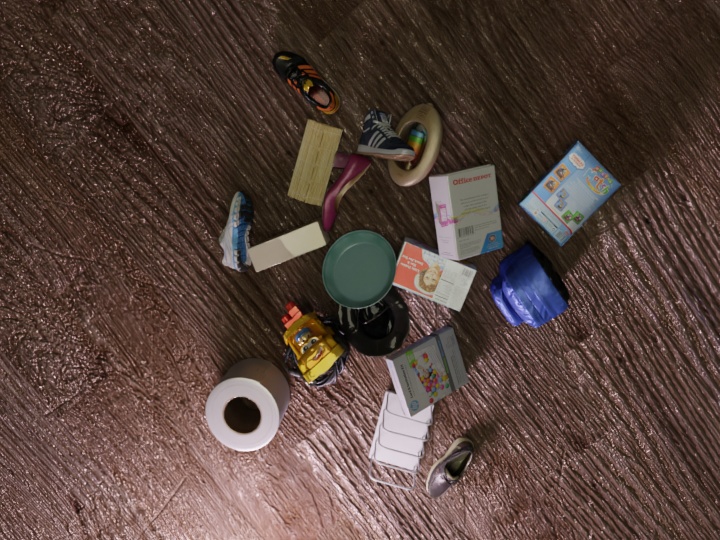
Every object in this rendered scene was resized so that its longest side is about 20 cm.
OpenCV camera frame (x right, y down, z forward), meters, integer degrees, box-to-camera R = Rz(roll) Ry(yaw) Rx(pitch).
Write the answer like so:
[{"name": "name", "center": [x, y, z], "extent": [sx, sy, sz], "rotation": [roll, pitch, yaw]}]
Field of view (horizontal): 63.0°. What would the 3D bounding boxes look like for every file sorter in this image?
[{"name": "file sorter", "center": [0.108, 0.451, 1.561], "extent": [0.135, 0.125, 0.205], "rotation": [14, 103, 1]}]

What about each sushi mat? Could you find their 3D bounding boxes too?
[{"name": "sushi mat", "center": [-0.116, -0.271, 1.484], "extent": [0.094, 0.012, 0.204], "rotation": [18, 103, 0]}]

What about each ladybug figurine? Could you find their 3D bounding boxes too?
[{"name": "ladybug figurine", "center": [0.139, -0.299, 1.412], "extent": [0.135, 0.071, 0.204], "rotation": [33, 108, 32]}]

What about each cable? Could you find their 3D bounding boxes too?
[{"name": "cable", "center": [-0.108, 0.215, 1.567], "extent": [0.161, 0.051, 0.203], "rotation": [31, 102, 0]}]

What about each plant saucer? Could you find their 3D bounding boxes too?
[{"name": "plant saucer", "center": [0.000, 0.000, 1.486], "extent": [0.195, 0.036, 0.205], "rotation": [-5, 73, 16]}]

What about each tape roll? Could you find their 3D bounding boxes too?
[{"name": "tape roll", "center": [-0.298, 0.356, 1.570], "extent": [0.197, 0.139, 0.208], "rotation": [1, 103, 5]}]

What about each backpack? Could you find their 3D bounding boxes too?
[{"name": "backpack", "center": [0.406, 0.052, 1.409], "extent": [0.167, 0.200, 0.163], "rotation": [-41, 97, 12]}]

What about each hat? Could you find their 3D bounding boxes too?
[{"name": "hat", "center": [0.040, 0.122, 1.519], "extent": [0.195, 0.081, 0.206], "rotation": [-1, 86, 13]}]

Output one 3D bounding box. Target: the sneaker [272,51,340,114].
[{"name": "sneaker", "center": [-0.132, -0.456, 1.407], "extent": [0.199, 0.090, 0.070], "rotation": [40, 103, -4]}]

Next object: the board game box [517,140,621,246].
[{"name": "board game box", "center": [0.507, -0.186, 1.433], "extent": [0.151, 0.037, 0.200], "rotation": [42, 103, -4]}]

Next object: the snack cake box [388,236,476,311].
[{"name": "snack cake box", "center": [0.182, 0.009, 1.489], "extent": [0.196, 0.067, 0.117], "rotation": [22, 105, 0]}]

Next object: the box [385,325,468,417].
[{"name": "box", "center": [0.174, 0.256, 1.505], "extent": [0.197, 0.041, 0.159], "rotation": [-23, 101, -23]}]

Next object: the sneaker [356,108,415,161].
[{"name": "sneaker", "center": [0.063, -0.320, 1.381], "extent": [0.069, 0.198, 0.111], "rotation": [7, 99, -36]}]

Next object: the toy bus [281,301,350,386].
[{"name": "toy bus", "center": [-0.128, 0.164, 1.443], "extent": [0.135, 0.200, 0.193], "rotation": [-38, 92, -2]}]

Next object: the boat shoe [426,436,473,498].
[{"name": "boat shoe", "center": [0.241, 0.544, 1.598], "extent": [0.072, 0.065, 0.203], "rotation": [27, 104, -3]}]

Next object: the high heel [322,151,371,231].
[{"name": "high heel", "center": [-0.038, -0.190, 1.465], "extent": [0.094, 0.067, 0.205], "rotation": [14, 102, 8]}]

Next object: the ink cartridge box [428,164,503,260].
[{"name": "ink cartridge box", "center": [0.255, -0.143, 1.414], "extent": [0.142, 0.084, 0.205], "rotation": [-14, 103, -24]}]

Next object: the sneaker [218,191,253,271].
[{"name": "sneaker", "center": [-0.330, -0.103, 1.514], "extent": [0.085, 0.074, 0.206], "rotation": [7, 94, 29]}]

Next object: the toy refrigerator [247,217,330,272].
[{"name": "toy refrigerator", "center": [-0.181, -0.063, 1.503], "extent": [0.196, 0.076, 0.071], "rotation": [-21, 100, 9]}]
